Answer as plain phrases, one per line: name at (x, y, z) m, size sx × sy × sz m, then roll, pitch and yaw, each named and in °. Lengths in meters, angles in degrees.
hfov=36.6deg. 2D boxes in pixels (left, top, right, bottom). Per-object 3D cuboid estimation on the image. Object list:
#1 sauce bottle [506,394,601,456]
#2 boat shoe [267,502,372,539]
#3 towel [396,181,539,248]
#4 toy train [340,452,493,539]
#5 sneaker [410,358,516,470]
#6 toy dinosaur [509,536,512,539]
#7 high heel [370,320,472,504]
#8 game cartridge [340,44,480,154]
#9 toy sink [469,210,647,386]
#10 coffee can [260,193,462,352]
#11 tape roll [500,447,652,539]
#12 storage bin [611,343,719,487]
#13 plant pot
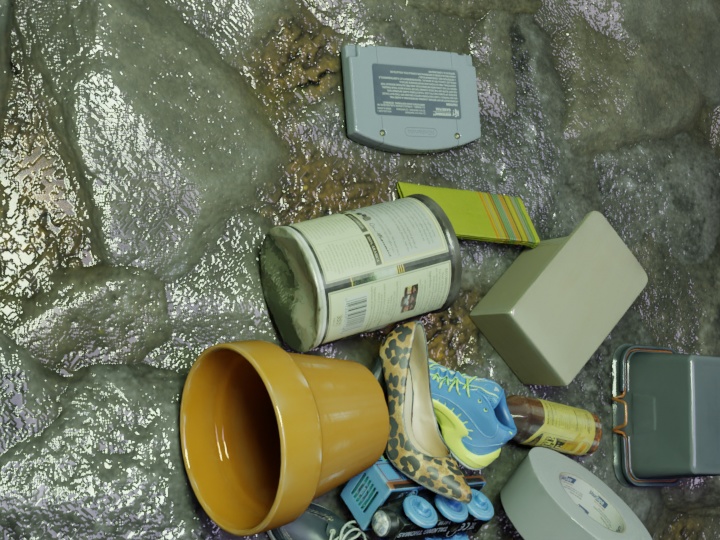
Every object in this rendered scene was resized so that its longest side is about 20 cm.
sauce bottle at (0.227, 0.200, 1.439) m, size 0.197 × 0.066 × 0.067 m, roll 15°, pitch 76°, yaw -24°
boat shoe at (-0.023, 0.332, 1.278) m, size 0.199 × 0.062 × 0.076 m, roll 40°, pitch 68°, yaw -18°
towel at (0.142, -0.073, 1.436) m, size 0.197 × 0.018 × 0.087 m, roll 5°, pitch 48°, yaw -28°
toy train at (0.075, 0.276, 1.308) m, size 0.198 × 0.087 × 0.115 m, roll 6°, pitch 37°, yaw -45°
sneaker at (0.119, 0.145, 1.344) m, size 0.201 × 0.105 × 0.076 m, roll 50°, pitch 29°, yaw -5°
toy dinosaur at (0.246, 0.363, 1.389) m, size 0.200 × 0.104 × 0.062 m, roll -32°, pitch 105°, yaw -72°
high heel at (0.081, 0.162, 1.266) m, size 0.071 × 0.200 × 0.144 m, roll 3°, pitch 122°, yaw -53°
game cartridge at (0.067, -0.221, 1.421) m, size 0.197 × 0.041 × 0.136 m, roll -1°, pitch 88°, yaw -30°
toy sink at (0.263, 0.036, 1.454) m, size 0.131 × 0.112 × 0.200 m, roll 48°, pitch 69°, yaw -15°
coffee can at (0.000, 0.000, 1.289) m, size 0.197 × 0.146 × 0.149 m, roll -14°, pitch 90°, yaw -30°
tape roll at (0.273, 0.315, 1.371) m, size 0.198 × 0.201 × 0.067 m, roll 29°, pitch 106°, yaw -23°
storage bin at (0.435, 0.200, 1.515) m, size 0.143 × 0.134 × 0.204 m, roll 6°, pitch 79°, yaw -28°
plant pot at (-0.073, 0.173, 1.206) m, size 0.181 × 0.198 × 0.204 m, roll -4°, pitch 85°, yaw -41°
